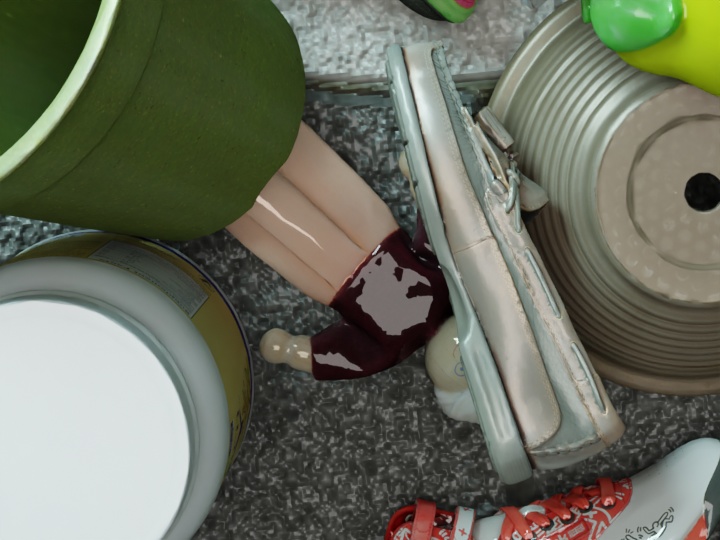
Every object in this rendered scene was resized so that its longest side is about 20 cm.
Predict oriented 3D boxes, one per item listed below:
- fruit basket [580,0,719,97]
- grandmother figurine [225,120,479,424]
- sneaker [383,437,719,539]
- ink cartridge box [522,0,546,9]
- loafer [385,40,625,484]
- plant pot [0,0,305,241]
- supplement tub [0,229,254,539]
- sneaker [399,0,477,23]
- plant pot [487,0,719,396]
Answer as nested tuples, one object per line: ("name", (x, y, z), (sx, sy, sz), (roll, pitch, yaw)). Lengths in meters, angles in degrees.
("fruit basket", (0.204, -0.130, 1.094), (0.215, 0.216, 0.156), (29, 123, -1))
("grandmother figurine", (0.000, 0.000, 1.210), (0.200, 0.061, 0.121), (40, 105, 0))
("sneaker", (0.077, 0.130, 1.215), (0.108, 0.067, 0.202), (41, 99, -5))
("ink cartridge box", (0.062, -0.235, 1.114), (0.147, 0.086, 0.200), (-39, 71, -8))
("loafer", (0.063, -0.009, 1.159), (0.063, 0.072, 0.201), (-15, 87, 3))
("plant pot", (-0.123, -0.093, 1.111), (0.199, 0.190, 0.201), (-10, 70, 30))
("supplement tub", (-0.124, 0.062, 1.149), (0.144, 0.200, 0.146), (0, 97, 2))
("sneaker", (-0.029, -0.177, 1.191), (0.199, 0.084, 0.077), (33, 55, -13))
("plant pot", (0.151, -0.040, 1.182), (0.199, 0.093, 0.202), (0, 95, 3))
